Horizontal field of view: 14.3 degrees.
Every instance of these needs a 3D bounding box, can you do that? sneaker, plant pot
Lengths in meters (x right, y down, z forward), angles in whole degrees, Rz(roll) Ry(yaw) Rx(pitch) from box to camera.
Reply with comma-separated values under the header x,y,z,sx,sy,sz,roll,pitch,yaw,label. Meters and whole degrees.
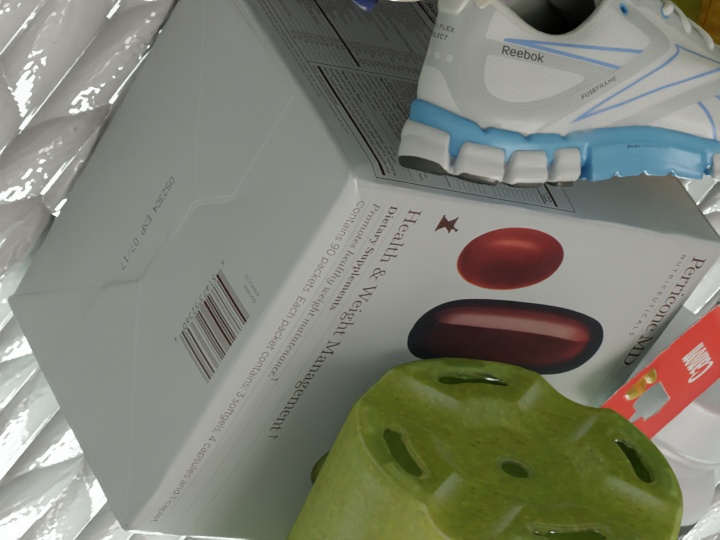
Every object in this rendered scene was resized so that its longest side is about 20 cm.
x,y,z,sx,sy,sz,roll,pitch,yaw,label
0.108,-0.078,1.076,0.200,0.075,0.087,-2,103,-34,sneaker
0.036,0.143,1.113,0.200,0.200,0.184,-2,123,-33,plant pot

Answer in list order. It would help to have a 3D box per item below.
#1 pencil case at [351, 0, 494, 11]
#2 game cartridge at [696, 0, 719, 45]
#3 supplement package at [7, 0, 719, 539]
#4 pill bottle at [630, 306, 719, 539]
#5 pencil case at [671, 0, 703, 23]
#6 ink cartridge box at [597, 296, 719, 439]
x,y,z,sx,sy,sz,roll,pitch,yaw,label
0.011,-0.144,1.002,0.078,0.200,0.090,-28,104,6,pencil case
0.220,-0.156,1.193,0.176,0.032,0.200,6,106,-44,game cartridge
0.000,0.000,1.185,0.200,0.147,0.191,8,127,-39,supplement package
0.101,0.111,1.401,0.114,0.114,0.200,14,123,-43,pill bottle
0.180,-0.087,1.267,0.088,0.088,0.200,-45,141,16,pencil case
0.195,0.019,1.231,0.200,0.050,0.161,-44,165,1,ink cartridge box
